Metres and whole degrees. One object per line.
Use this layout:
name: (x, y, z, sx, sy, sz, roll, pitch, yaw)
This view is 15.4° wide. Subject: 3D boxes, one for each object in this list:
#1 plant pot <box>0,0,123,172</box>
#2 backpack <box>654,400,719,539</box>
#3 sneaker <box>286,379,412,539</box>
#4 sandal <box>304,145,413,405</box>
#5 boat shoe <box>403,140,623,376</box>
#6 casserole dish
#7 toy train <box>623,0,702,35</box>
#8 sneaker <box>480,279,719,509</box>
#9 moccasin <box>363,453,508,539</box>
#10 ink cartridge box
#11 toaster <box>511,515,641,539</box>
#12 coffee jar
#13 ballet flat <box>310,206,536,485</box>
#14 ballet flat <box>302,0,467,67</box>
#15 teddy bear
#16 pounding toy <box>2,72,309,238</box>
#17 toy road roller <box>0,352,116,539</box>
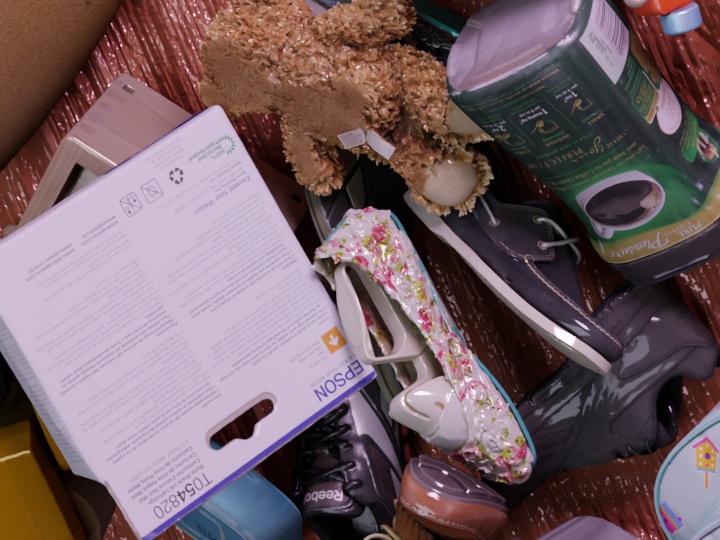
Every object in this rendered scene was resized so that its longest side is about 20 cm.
plant pot: (-0.245, -0.178, 1.768, 0.200, 0.186, 0.187, -37, 86, 19)
backpack: (0.271, 0.156, 1.578, 0.176, 0.153, 0.201, -39, 82, 40)
sneaker: (-0.010, 0.115, 1.760, 0.071, 0.098, 0.202, -12, 99, 35)
sandal: (0.000, 0.001, 1.731, 0.057, 0.080, 0.202, -5, 105, 46)
boat shoe: (0.101, -0.012, 1.632, 0.068, 0.072, 0.200, -45, 49, 5)
casserole dish: (-0.097, 0.155, 1.785, 0.121, 0.200, 0.039, 35, 76, 8)
toy train: (0.208, -0.124, 1.523, 0.055, 0.150, 0.201, 2, 119, 52)
sneaker: (0.149, 0.093, 1.676, 0.091, 0.076, 0.200, 41, 125, 5)
moccasin: (0.047, 0.165, 1.673, 0.073, 0.201, 0.078, 30, 80, 6)
ink cartridge box: (-0.116, 0.033, 1.627, 0.201, 0.199, 0.041, 60, 153, -7)
toaster: (0.165, 0.239, 1.656, 0.199, 0.129, 0.114, 34, 109, 8)
coffee jar: (0.146, -0.079, 1.562, 0.104, 0.086, 0.200, -23, 127, 32)
ballet flat: (0.032, 0.055, 1.649, 0.201, 0.064, 0.076, 58, 146, 6)
ballet flat: (0.008, -0.155, 1.670, 0.200, 0.074, 0.075, 35, 121, 17)
teddy bear: (0.000, -0.110, 1.632, 0.199, 0.067, 0.146, 10, 128, 27)
pounding toy: (-0.156, -0.015, 1.796, 0.184, 0.142, 0.200, 33, 124, 1)
toy road roller: (-0.180, 0.084, 1.707, 0.145, 0.123, 0.201, -15, 112, 14)
